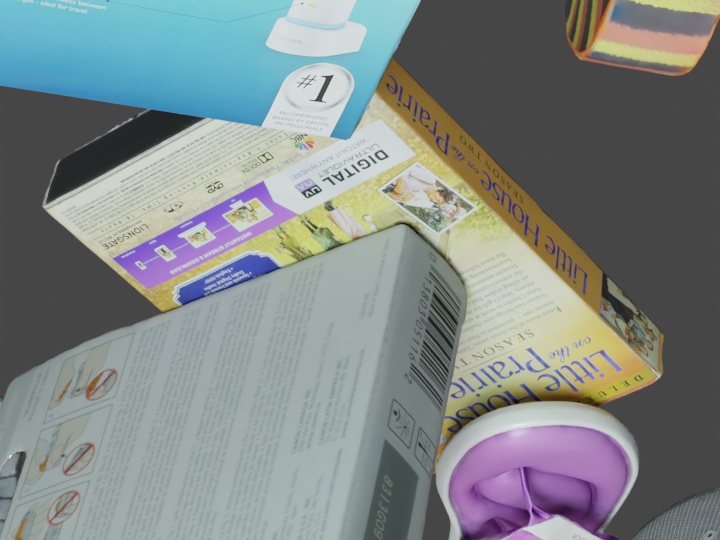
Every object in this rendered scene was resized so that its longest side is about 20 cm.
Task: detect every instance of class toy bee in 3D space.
[{"bbox_3d":[0.094,-0.117,0.676,0.130,0.109,0.200,-4,140,10],"label":"toy bee"}]

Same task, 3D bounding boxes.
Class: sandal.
[{"bbox_3d":[0.073,0.112,0.954,0.082,0.050,0.203,-8,151,-5],"label":"sandal"}]

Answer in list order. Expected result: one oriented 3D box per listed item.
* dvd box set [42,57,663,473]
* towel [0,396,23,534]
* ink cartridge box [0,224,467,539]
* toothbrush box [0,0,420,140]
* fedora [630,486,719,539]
[{"bbox_3d":[0.000,0.000,0.884,0.146,0.029,0.200,-26,126,33],"label":"dvd box set"},{"bbox_3d":[-0.238,0.135,0.956,0.165,0.200,0.086,-20,129,28],"label":"towel"},{"bbox_3d":[-0.063,0.080,0.842,0.200,0.160,0.047,-22,127,31],"label":"ink cartridge box"},{"bbox_3d":[-0.041,-0.141,0.676,0.146,0.085,0.200,7,141,-18],"label":"toothbrush box"},{"bbox_3d":[0.155,0.155,0.968,0.177,0.090,0.200,25,126,-34],"label":"fedora"}]
